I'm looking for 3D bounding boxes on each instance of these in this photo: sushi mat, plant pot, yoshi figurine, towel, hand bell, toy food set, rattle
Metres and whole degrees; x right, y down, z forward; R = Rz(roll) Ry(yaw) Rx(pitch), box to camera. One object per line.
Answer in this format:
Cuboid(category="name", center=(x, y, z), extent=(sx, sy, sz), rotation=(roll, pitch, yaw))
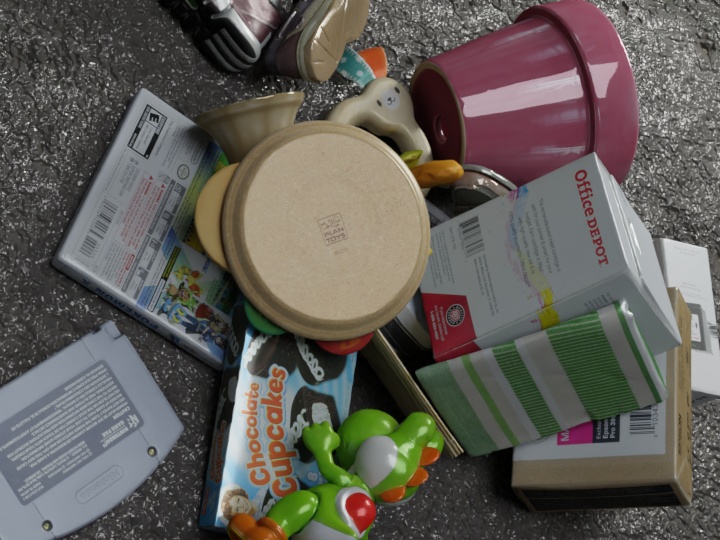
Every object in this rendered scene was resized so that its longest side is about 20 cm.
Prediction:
Cuboid(category="sushi mat", center=(0.023, 0.087, 1.604), extent=(0.012, 0.096, 0.201), rotation=(-35, 93, -12))
Cuboid(category="plant pot", center=(0.153, -0.160, 1.746), extent=(0.178, 0.200, 0.202), rotation=(-11, 77, -22))
Cuboid(category="yoshi figurine", center=(-0.020, 0.188, 1.491), extent=(0.200, 0.113, 0.112), rotation=(-38, 70, -21))
Cuboid(category="towel", center=(0.167, 0.101, 1.589), extent=(0.153, 0.198, 0.024), rotation=(57, 19, -47))
Cuboid(category="hand bell", center=(-0.079, -0.051, 1.580), extent=(0.104, 0.104, 0.202), rotation=(-13, 90, -38))
Cuboid(category="toy food set", center=(-0.032, -0.030, 1.528), extent=(0.199, 0.049, 0.199), rotation=(-36, 94, -21))
Cuboid(category="rattle", center=(0.030, -0.157, 1.677), extent=(0.129, 0.143, 0.202), rotation=(9, 66, -9))

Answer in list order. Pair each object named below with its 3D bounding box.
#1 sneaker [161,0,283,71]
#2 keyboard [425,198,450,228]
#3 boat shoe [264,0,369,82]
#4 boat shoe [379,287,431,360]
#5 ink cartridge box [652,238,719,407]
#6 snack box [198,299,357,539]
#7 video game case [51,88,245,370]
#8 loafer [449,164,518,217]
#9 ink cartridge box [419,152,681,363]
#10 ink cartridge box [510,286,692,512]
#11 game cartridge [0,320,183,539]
Cuboid(category="sneaker", center=(-0.144, -0.295, 1.667), extent=(0.201, 0.075, 0.116), rotation=(57, 45, -15))
Cuboid(category="keyboard", center=(0.032, -0.070, 1.727), extent=(0.200, 0.011, 0.057), rotation=(38, 54, -17))
Cuboid(category="boat shoe", center=(-0.040, -0.245, 1.707), extent=(0.201, 0.064, 0.072), rotation=(-65, 153, -51))
Cuboid(category="boat shoe", center=(0.000, 0.000, 1.636), extent=(0.200, 0.068, 0.072), rotation=(51, 30, -17))
Cuboid(category="ink cartridge box", center=(0.304, 0.083, 1.786), extent=(0.066, 0.116, 0.202), rotation=(11, 65, -32))
Cuboid(category="snack box", center=(-0.069, 0.136, 1.530), extent=(0.115, 0.037, 0.202), rotation=(16, 73, -29))
Cuboid(category="video game case", center=(-0.162, -0.038, 1.570), extent=(0.182, 0.022, 0.201), rotation=(34, 54, -19))
Cuboid(category="loafer", center=(0.140, -0.030, 1.709), extent=(0.200, 0.071, 0.063), rotation=(47, 55, -51))
Cuboid(category="ink cartridge box", center=(0.173, 0.018, 1.622), extent=(0.145, 0.199, 0.146), rotation=(45, 27, -45))
Cuboid(category="ink cartridge box", center=(0.233, 0.124, 1.682), extent=(0.075, 0.163, 0.202), rotation=(50, 39, -56))
Cuboid(category="game cartridge", center=(-0.244, 0.142, 1.428), extent=(0.200, 0.041, 0.134), rotation=(-33, 96, -39))
